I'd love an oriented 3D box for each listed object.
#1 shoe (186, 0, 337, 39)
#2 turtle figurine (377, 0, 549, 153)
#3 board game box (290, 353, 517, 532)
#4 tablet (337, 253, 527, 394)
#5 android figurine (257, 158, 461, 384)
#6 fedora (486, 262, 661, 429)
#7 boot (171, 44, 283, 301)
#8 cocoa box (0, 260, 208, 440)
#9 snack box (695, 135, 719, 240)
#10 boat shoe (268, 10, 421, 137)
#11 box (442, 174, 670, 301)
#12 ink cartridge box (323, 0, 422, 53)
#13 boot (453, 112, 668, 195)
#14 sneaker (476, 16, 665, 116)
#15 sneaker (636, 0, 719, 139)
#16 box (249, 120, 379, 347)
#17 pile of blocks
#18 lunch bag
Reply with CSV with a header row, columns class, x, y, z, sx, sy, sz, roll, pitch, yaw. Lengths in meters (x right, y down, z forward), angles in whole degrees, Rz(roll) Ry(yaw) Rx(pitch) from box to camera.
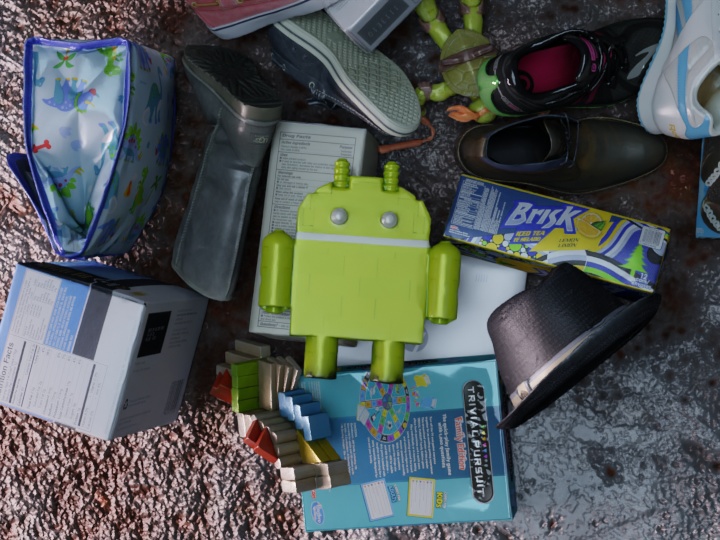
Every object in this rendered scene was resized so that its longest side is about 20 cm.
class,x,y,z,sx,sy,sz,roll,pitch,yaw
shoe,-0.085,-0.281,1.620,0.199,0.091,0.072,-18,50,32
turtle figurine,0.088,-0.199,1.647,0.199,0.064,0.162,-20,86,10
board game box,0.041,0.162,1.661,0.199,0.047,0.152,-5,94,11
tablet,0.054,0.042,1.681,0.199,0.014,0.131,7,92,11
android figurine,0.000,0.000,1.588,0.181,0.041,0.201,6,87,-2
fedora,0.172,0.054,1.567,0.200,0.201,0.092,-39,80,9
boot,-0.140,-0.097,1.685,0.072,0.182,0.201,-1,121,-23
cocoa box,-0.243,0.069,1.643,0.131,0.200,0.134,17,94,11
snack box,0.360,-0.083,1.534,0.037,0.200,0.117,4,91,-20
boat shoe,-0.017,-0.178,1.645,0.200,0.074,0.062,42,130,30
box,0.181,-0.028,1.624,0.199,0.070,0.065,16,82,10
ink cartridge box,0.030,-0.322,1.649,0.200,0.044,0.174,-45,42,8
boot,0.188,-0.105,1.599,0.199,0.097,0.075,-2,93,-3
sneaker,0.205,-0.183,1.597,0.199,0.084,0.077,-19,92,-17
sneaker,0.315,-0.215,1.583,0.081,0.076,0.201,15,92,43
box,-0.042,-0.034,1.655,0.094,0.078,0.201,7,85,12
pile of blocks,-0.084,0.132,1.631,0.200,0.062,0.082,44,130,40
lunch bag,-0.247,-0.112,1.659,0.127,0.170,0.201,0,92,11
